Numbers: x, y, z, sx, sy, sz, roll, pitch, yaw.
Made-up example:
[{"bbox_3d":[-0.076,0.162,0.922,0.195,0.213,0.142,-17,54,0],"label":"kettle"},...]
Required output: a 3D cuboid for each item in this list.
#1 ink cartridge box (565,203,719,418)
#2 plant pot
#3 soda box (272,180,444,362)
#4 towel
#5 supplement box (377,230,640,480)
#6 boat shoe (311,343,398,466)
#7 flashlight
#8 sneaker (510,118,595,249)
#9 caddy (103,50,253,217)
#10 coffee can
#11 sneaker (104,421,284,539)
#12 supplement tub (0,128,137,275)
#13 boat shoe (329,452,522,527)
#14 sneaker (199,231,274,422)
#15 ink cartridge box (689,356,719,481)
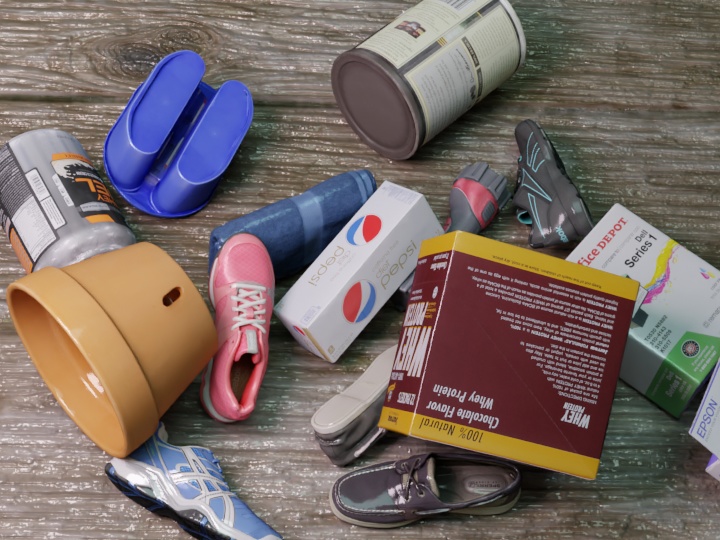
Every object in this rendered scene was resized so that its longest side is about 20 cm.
[{"bbox_3d":[0.318,0.041,1.393,0.200,0.084,0.145,36,61,18],"label":"ink cartridge box"},{"bbox_3d":[-0.237,0.063,1.241,0.140,0.200,0.200,-36,66,-26],"label":"plant pot"},{"bbox_3d":[0.000,0.000,1.367,0.064,0.068,0.200,26,68,45],"label":"soda box"},{"bbox_3d":[-0.072,-0.040,1.394,0.199,0.112,0.049,-24,61,-20],"label":"towel"},{"bbox_3d":[0.144,0.086,1.253,0.196,0.133,0.201,15,84,-12],"label":"supplement box"},{"bbox_3d":[0.031,0.133,1.334,0.200,0.057,0.067,-34,30,-28],"label":"boat shoe"},{"bbox_3d":[0.096,-0.037,1.441,0.068,0.068,0.200,38,65,4],"label":"flashlight"},{"bbox_3d":[0.209,-0.105,1.486,0.079,0.075,0.201,-30,42,13],"label":"sneaker"},{"bbox_3d":[-0.214,-0.157,1.467,0.141,0.105,0.201,33,57,-12],"label":"caddy"},{"bbox_3d":[0.084,-0.249,1.525,0.146,0.147,0.200,41,62,20],"label":"coffee can"},{"bbox_3d":[-0.155,0.220,1.239,0.199,0.076,0.077,30,64,12],"label":"sneaker"},{"bbox_3d":[-0.323,-0.048,1.372,0.122,0.123,0.200,-25,63,-20],"label":"supplement tub"},{"bbox_3d":[0.068,0.216,1.268,0.199,0.065,0.072,-1,58,-5],"label":"boat shoe"},{"bbox_3d":[-0.116,0.060,1.294,0.073,0.087,0.201,5,88,-21],"label":"sneaker"},{"bbox_3d":[0.440,0.155,1.316,0.200,0.043,0.199,38,60,-9],"label":"ink cartridge box"}]
